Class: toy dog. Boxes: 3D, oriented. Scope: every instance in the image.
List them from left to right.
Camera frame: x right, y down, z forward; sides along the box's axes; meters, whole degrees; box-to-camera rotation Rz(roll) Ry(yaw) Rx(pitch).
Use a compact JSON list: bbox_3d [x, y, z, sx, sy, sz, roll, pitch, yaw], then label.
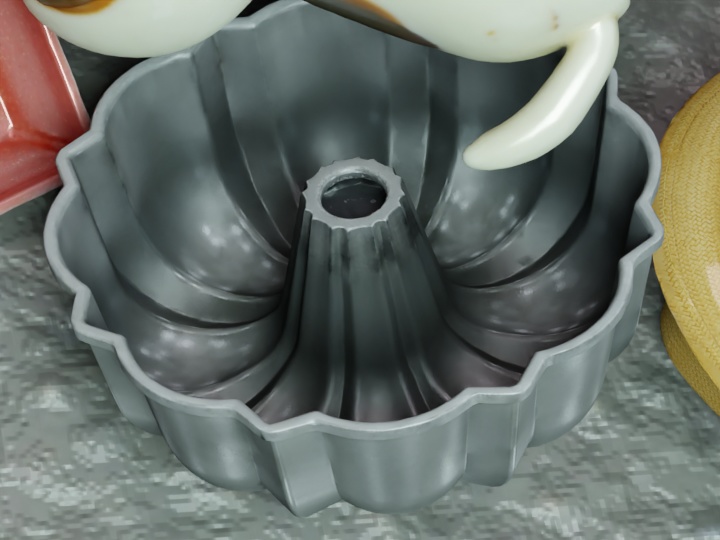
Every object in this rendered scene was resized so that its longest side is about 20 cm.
[{"bbox_3d":[-0.018,-0.126,0.947,0.199,0.140,0.195,-6,98,4],"label":"toy dog"}]

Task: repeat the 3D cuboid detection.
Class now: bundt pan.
[{"bbox_3d":[0.000,0.000,0.957,0.201,0.076,0.203,-3,47,3],"label":"bundt pan"}]

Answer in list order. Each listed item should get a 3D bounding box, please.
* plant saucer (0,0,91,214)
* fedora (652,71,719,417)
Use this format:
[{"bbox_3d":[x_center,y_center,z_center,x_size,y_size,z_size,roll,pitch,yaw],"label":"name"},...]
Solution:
[{"bbox_3d":[-0.208,-0.086,0.942,0.199,0.037,0.200,-27,106,-23],"label":"plant saucer"},{"bbox_3d":[0.171,0.019,1.008,0.200,0.082,0.201,15,56,-23],"label":"fedora"}]
